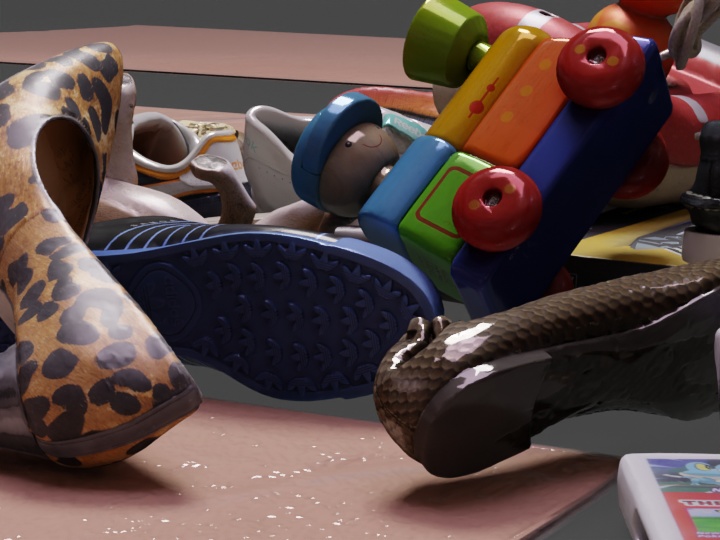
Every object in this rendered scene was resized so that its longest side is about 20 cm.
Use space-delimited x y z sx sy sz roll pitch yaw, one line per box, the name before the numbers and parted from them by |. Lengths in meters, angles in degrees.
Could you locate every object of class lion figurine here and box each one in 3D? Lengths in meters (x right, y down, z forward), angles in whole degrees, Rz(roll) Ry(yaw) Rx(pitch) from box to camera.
lion figurine | -0.088 -0.012 0.950 0.200 0.123 0.072 25 34 29

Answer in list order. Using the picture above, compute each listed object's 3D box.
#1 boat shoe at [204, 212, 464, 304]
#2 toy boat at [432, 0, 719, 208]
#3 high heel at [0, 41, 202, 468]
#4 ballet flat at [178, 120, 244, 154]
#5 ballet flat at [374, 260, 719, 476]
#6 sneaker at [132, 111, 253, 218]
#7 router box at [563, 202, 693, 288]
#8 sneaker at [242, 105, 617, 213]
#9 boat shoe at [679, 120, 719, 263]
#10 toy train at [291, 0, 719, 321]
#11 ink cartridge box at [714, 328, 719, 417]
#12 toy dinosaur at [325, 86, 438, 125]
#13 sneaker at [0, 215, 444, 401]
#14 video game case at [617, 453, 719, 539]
boat shoe | 0.000 0.000 0.990 0.200 0.057 0.067 -2 3 16
toy boat | 0.127 -0.108 1.008 0.130 0.131 0.200 27 21 31
high heel | -0.088 -0.012 0.777 0.142 0.071 0.200 2 49 28
ballet flat | -0.162 -0.065 1.256 0.200 0.046 0.067 -9 15 0
ballet flat | 0.085 0.025 0.750 0.200 0.067 0.046 -13 41 -36
sneaker | -0.138 -0.047 1.153 0.200 0.080 0.078 5 11 31
router box | 0.169 0.008 0.936 0.157 0.052 0.200 6 11 26
sneaker | 0.035 -0.044 1.047 0.200 0.089 0.075 5 54 15
boat shoe | 0.192 -0.042 0.891 0.075 0.060 0.200 7 12 26
toy train | 0.069 -0.080 0.860 0.116 0.200 0.085 28 -17 28
ink cartridge box | 0.254 0.037 0.698 0.200 0.043 0.198 -1 -1 -32
toy dinosaur | 0.079 -0.074 1.157 0.181 0.200 0.105 31 -9 -6
sneaker | -0.056 0.008 0.863 0.200 0.070 0.078 3 17 19
video game case | 0.179 0.084 0.591 0.200 0.023 0.182 0 10 1
